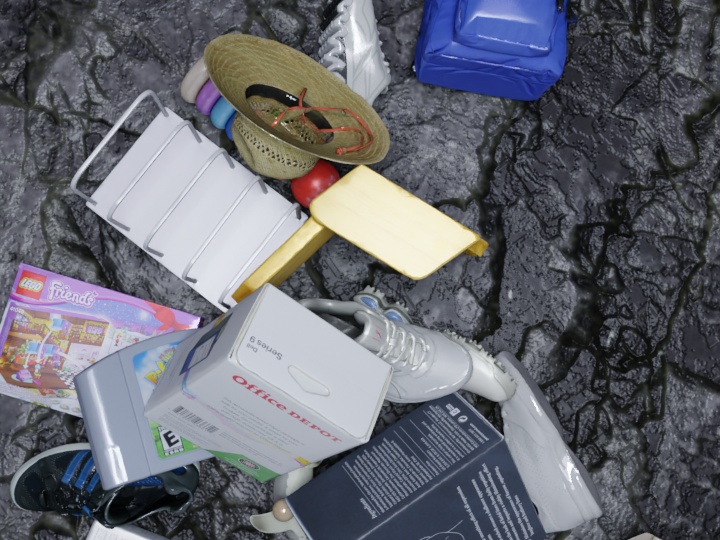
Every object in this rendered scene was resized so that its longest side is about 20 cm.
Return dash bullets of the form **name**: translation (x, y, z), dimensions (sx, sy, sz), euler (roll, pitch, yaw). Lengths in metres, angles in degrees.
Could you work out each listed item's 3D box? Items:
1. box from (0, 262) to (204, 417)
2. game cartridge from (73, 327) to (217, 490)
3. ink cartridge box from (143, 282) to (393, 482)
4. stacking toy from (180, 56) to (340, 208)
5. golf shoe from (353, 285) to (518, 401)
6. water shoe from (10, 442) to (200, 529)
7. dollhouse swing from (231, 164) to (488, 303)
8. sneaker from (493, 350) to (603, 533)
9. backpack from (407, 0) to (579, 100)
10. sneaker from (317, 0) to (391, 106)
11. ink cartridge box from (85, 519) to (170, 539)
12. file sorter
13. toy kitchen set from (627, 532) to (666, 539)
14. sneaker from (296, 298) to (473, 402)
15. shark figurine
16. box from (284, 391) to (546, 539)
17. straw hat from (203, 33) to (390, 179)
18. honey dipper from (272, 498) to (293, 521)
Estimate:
- **box**: translation (-0.281, 0.086, 1.028), dimensions (0.200, 0.039, 0.137), euler (17, 85, -1)
- **game cartridge**: translation (-0.178, 0.128, 0.974), dimensions (0.200, 0.040, 0.133), euler (-12, 78, -35)
- **ink cartridge box**: translation (-0.088, 0.111, 0.891), dimensions (0.145, 0.200, 0.088), euler (34, 56, -17)
- **stacking toy**: translation (-0.097, -0.147, 1.037), dimensions (0.085, 0.085, 0.200), euler (-43, 89, -6)
- **golf shoe**: translation (0.061, 0.102, 1.006), dimensions (0.200, 0.078, 0.097), euler (25, 70, 21)
- **water shoe**: translation (-0.264, 0.219, 0.982), dimensions (0.200, 0.079, 0.072), euler (-11, 117, 4)
- **dollhouse swing**: translation (0.000, 0.000, 0.972), dimensions (0.182, 0.200, 0.176), euler (32, 91, 1)
- **sneaker**: translation (0.174, 0.187, 1.032), dimensions (0.088, 0.075, 0.200), euler (-29, 84, 15)
- **backpack**: translation (0.155, -0.302, 1.023), dimensions (0.162, 0.168, 0.200), euler (11, 81, -8)
- **sneaker**: translation (-0.005, -0.236, 1.061), dimensions (0.081, 0.075, 0.200), euler (9, 87, -15)
- **ink cartridge box**: translation (-0.212, 0.365, 1.006), dimensions (0.200, 0.050, 0.161), euler (23, 84, -4)
- **file sorter**: translation (-0.174, -0.068, 1.005), dimensions (0.200, 0.125, 0.139), euler (38, 85, 0)
- **toy kitchen set**: translation (0.218, 0.319, 1.017), dimensions (0.200, 0.180, 0.163), euler (29, 86, -40)
- **sneaker**: translation (0.016, 0.074, 0.919), dimensions (0.200, 0.099, 0.078), euler (13, 73, -7)
- **shark figurine**: translation (-0.063, 0.194, 1.015), dimensions (0.128, 0.089, 0.215), euler (13, 93, -35)
- **box**: translation (0.056, 0.241, 0.942), dimensions (0.200, 0.107, 0.148), euler (-32, 122, -12)
- **straw hat**: translation (-0.078, -0.138, 0.957), dimensions (0.201, 0.201, 0.085), euler (35, 123, 1)
- **honey dipper**: translation (0.004, 0.224, 0.992), dimensions (0.200, 0.038, 0.038), euler (-6, 85, -28)
